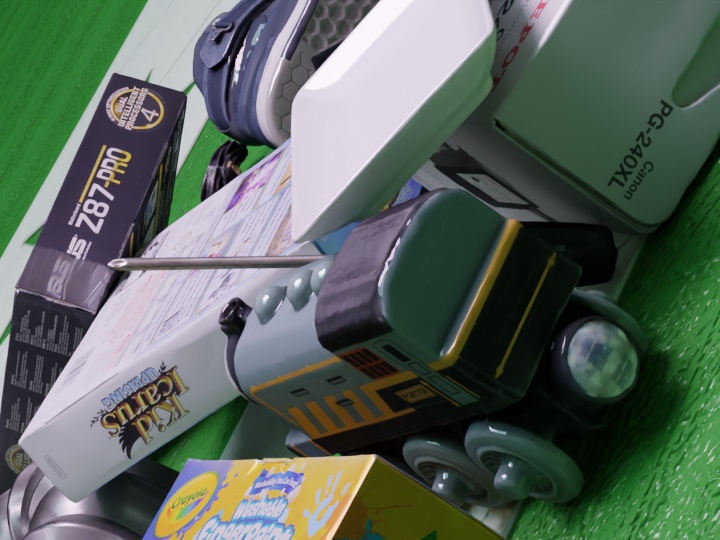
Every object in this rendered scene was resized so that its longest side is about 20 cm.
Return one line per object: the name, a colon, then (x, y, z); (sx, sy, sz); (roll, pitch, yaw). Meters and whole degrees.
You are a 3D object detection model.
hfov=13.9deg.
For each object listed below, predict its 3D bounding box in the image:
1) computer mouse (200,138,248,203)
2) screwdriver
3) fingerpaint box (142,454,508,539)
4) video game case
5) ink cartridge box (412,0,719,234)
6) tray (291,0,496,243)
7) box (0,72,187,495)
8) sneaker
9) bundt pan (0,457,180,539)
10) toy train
computer mouse: (-0.086, -0.008, 1.621); (0.200, 0.034, 0.059); (-69, -4, -49)
screwdriver: (0.000, 0.000, 1.140); (0.199, 0.029, 0.028); (-6, 14, 10)
fingerpaint box: (-0.043, 0.157, 1.095); (0.167, 0.073, 0.200); (-61, 18, -16)
video game case: (-0.054, 0.003, 1.367); (0.181, 0.045, 0.200); (-36, 14, 26)
ink cartridge box: (0.087, -0.097, 1.197); (0.146, 0.083, 0.200); (-58, 16, -7)
tray: (0.016, -0.073, 1.135); (0.107, 0.022, 0.200); (-48, 13, 13)
box: (-0.143, 0.021, 1.549); (0.200, 0.049, 0.162); (104, -177, -49)
sneaker: (-0.018, -0.156, 1.623); (0.203, 0.077, 0.146); (-59, 19, -8)
bundt pan: (-0.154, 0.165, 1.391); (0.202, 0.076, 0.202); (-50, 18, 22)
toy train: (0.022, 0.032, 1.080); (0.085, 0.114, 0.200); (-61, 17, -21)
